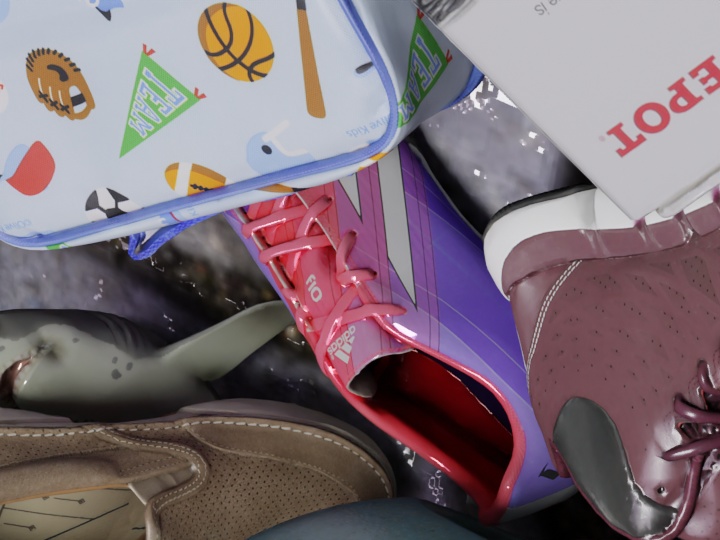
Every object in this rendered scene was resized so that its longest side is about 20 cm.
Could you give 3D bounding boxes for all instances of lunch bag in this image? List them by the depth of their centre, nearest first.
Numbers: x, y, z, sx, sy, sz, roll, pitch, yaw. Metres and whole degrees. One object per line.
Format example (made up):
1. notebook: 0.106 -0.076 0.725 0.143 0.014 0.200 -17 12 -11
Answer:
1. lunch bag: -0.064 -0.087 0.790 0.200 0.076 0.161 -12 112 41

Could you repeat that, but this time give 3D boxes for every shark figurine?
1. shark figurine: -0.078 0.070 0.954 0.089 0.128 0.215 42 156 47

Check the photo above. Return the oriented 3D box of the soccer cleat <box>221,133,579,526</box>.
1. soccer cleat: 0.000 0.000 0.839 0.200 0.073 0.068 43 132 12

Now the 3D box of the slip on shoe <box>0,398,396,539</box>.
1. slip on shoe: -0.075 0.082 0.863 0.061 0.199 0.076 54 129 53

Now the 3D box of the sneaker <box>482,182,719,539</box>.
1. sneaker: 0.122 0.022 0.735 0.200 0.076 0.116 -16 80 50

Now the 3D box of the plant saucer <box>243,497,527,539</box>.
1. plant saucer: 0.059 0.110 0.802 0.201 0.201 0.039 24 90 27

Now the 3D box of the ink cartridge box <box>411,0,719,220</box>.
1. ink cartridge box: 0.062 -0.132 0.659 0.200 0.084 0.145 45 131 -11
